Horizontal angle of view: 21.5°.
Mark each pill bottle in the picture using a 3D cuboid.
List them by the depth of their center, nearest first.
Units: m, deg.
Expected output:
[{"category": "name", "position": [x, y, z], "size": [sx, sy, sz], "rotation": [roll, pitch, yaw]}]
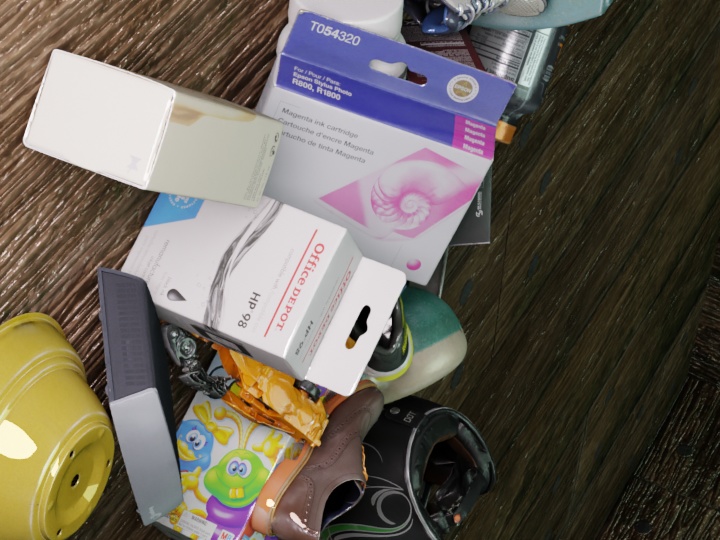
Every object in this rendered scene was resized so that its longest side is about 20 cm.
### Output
[{"category": "pill bottle", "position": [-0.018, -0.153, 1.620], "size": [0.114, 0.113, 0.201], "rotation": [-49, 153, -45]}, {"category": "pill bottle", "position": [0.161, -0.240, 2.036], "size": [0.202, 0.105, 0.106], "rotation": [-70, 161, 6]}]

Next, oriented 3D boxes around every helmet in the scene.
[{"category": "helmet", "position": [0.029, 0.231, 2.051], "size": [0.199, 0.190, 0.202], "rotation": [13, 73, -46]}]

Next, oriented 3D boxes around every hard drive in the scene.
[{"category": "hard drive", "position": [-0.170, 0.099, 1.475], "size": [0.201, 0.042, 0.136], "rotation": [87, -6, -57]}]

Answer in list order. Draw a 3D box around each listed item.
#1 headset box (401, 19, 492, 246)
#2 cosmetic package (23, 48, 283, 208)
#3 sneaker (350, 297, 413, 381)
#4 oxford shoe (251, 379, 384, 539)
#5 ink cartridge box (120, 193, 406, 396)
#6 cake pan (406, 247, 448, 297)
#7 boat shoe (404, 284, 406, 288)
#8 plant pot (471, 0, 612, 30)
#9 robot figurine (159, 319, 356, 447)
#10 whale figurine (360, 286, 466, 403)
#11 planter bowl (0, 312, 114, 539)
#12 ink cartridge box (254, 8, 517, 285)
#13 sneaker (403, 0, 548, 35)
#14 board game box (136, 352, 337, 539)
[{"category": "headset box", "position": [0.070, -0.122, 1.697], "size": [0.200, 0.076, 0.150], "rotation": [-107, -166, -63]}, {"category": "cosmetic package", "position": [-0.142, -0.098, 1.352], "size": [0.072, 0.104, 0.200], "rotation": [-71, 163, 4]}, {"category": "sneaker", "position": [0.000, 0.000, 1.737], "size": [0.074, 0.201, 0.085], "rotation": [-24, 171, -8]}, {"category": "oxford shoe", "position": [-0.020, 0.177, 1.708], "size": [0.200, 0.072, 0.072], "rotation": [-52, 155, -40]}, {"category": "ink cartridge box", "position": [-0.077, 0.006, 1.491], "size": [0.117, 0.199, 0.067], "rotation": [-64, 160, -12]}, {"category": "cake pan", "position": [0.063, 0.021, 2.049], "size": [0.200, 0.036, 0.202], "rotation": [-170, -90, -87]}, {"category": "boat shoe", "position": [0.000, 0.040, 1.829], "size": [0.084, 0.069, 0.201], "rotation": [19, 116, -41]}, {"category": "plant pot", "position": [0.168, -0.344, 1.799], "size": [0.196, 0.199, 0.197], "rotation": [-52, 155, -39]}, {"category": "robot figurine", "position": [-0.090, 0.058, 1.619], "size": [0.200, 0.058, 0.146], "rotation": [41, 68, -30]}, {"category": "whale figurine", "position": [0.006, 0.084, 1.908], "size": [0.159, 0.198, 0.105], "rotation": [-25, 92, -79]}, {"category": "planter bowl", "position": [-0.236, 0.139, 1.376], "size": [0.201, 0.083, 0.201], "rotation": [-55, 158, -36]}, {"category": "ink cartridge box", "position": [0.004, -0.096, 1.566], "size": [0.044, 0.195, 0.201], "rotation": [-90, -159, -51]}, {"category": "sneaker", "position": [0.083, -0.245, 1.703], "size": [0.077, 0.198, 0.086], "rotation": [-39, -131, 53]}, {"category": "board game box", "position": [-0.103, 0.163, 1.738], "size": [0.201, 0.102, 0.105], "rotation": [-64, 161, -13]}]
